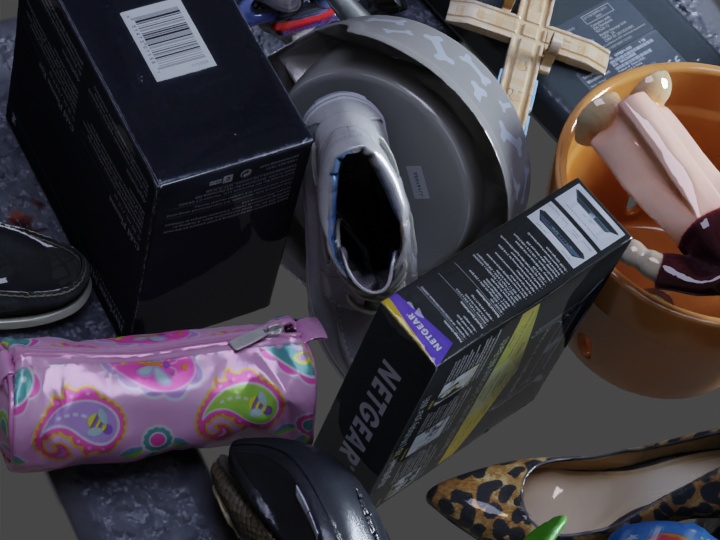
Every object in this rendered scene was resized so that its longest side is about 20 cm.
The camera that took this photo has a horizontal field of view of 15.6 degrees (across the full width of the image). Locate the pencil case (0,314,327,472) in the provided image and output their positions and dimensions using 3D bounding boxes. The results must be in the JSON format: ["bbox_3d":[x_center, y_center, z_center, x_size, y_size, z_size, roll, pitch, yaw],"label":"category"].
[{"bbox_3d":[-0.120,0.070,1.558,0.200,0.087,0.088,-5,57,-15],"label":"pencil case"}]

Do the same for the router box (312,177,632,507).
[{"bbox_3d":[0.060,0.049,1.545,0.157,0.200,0.052,-32,72,-30],"label":"router box"}]

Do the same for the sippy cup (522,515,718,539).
[{"bbox_3d":[0.167,0.218,1.505,0.139,0.178,0.130,2,38,23],"label":"sippy cup"}]

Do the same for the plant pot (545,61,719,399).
[{"bbox_3d":[0.203,-0.010,1.657,0.200,0.140,0.200,6,54,-9],"label":"plant pot"}]

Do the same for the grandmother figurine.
[{"bbox_3d":[0.206,-0.026,1.549,0.121,0.061,0.200,-29,64,-19],"label":"grandmother figurine"}]

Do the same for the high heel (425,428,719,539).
[{"bbox_3d":[0.147,0.118,1.553,0.200,0.143,0.071,8,55,-8],"label":"high heel"}]

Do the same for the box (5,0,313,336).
[{"bbox_3d":[-0.128,-0.089,1.606,0.104,0.182,0.200,-18,62,-23],"label":"box"}]

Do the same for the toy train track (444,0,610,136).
[{"bbox_3d":[0.108,-0.135,1.738,0.115,0.033,0.200,18,51,-3],"label":"toy train track"}]

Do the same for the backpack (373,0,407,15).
[{"bbox_3d":[-0.033,-0.287,1.750,0.182,0.200,0.135,7,51,-5],"label":"backpack"}]

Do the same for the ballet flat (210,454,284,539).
[{"bbox_3d":[-0.029,0.189,1.523,0.200,0.046,0.067,49,16,20],"label":"ballet flat"}]

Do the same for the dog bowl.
[{"bbox_3d":[0.016,-0.067,1.625,0.200,0.200,0.059,35,42,11],"label":"dog bowl"}]

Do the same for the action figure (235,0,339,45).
[{"bbox_3d":[-0.019,-0.229,1.658,0.200,0.194,0.105,-11,43,-34],"label":"action figure"}]

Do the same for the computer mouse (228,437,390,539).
[{"bbox_3d":[0.014,0.164,1.516,0.140,0.046,0.200,20,27,-52],"label":"computer mouse"}]

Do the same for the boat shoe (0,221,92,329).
[{"bbox_3d":[-0.260,-0.015,1.597,0.200,0.068,0.072,14,52,-6],"label":"boat shoe"}]

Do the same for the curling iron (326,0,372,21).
[{"bbox_3d":[0.023,-0.136,1.691,0.026,0.200,0.050,-23,61,21],"label":"curling iron"}]

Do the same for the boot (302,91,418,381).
[{"bbox_3d":[0.000,0.000,1.561,0.073,0.200,0.096,-12,24,0],"label":"boot"}]

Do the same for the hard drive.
[{"bbox_3d":[0.150,-0.166,1.817,0.139,0.033,0.200,-30,67,-29],"label":"hard drive"}]
